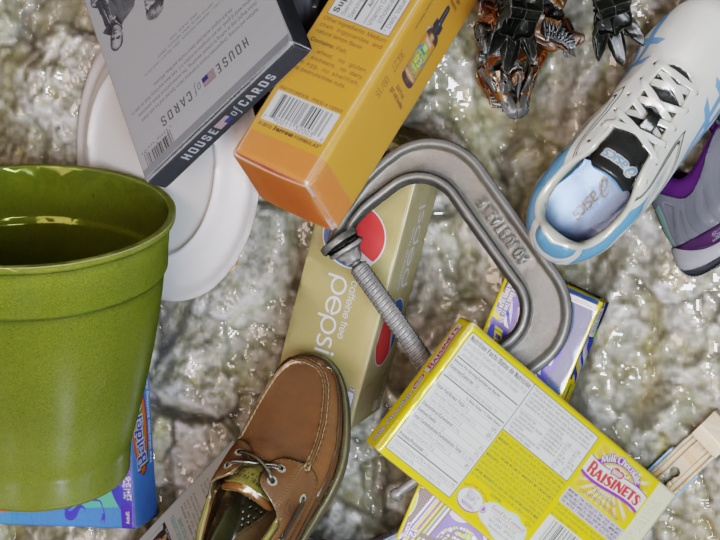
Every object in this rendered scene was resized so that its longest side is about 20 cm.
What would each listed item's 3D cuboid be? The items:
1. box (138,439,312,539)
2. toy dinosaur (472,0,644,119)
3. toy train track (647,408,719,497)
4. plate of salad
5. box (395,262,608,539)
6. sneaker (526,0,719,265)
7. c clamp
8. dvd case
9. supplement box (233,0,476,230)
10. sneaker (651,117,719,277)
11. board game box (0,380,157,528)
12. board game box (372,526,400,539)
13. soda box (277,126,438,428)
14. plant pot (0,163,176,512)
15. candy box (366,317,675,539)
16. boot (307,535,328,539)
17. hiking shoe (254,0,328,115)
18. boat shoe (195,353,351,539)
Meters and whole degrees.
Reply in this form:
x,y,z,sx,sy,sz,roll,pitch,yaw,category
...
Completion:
x,y,z,sx,sy,sz,roll,pitch,yaw,category
-0.124,0.220,1.737,0.200,0.049,0.082,-47,42,19,box
0.104,-0.188,1.569,0.102,0.136,0.201,-24,125,-6,toy dinosaur
0.177,0.171,1.657,0.115,0.033,0.200,46,108,6,toy train track
-0.128,-0.080,1.695,0.199,0.048,0.202,8,101,46,plate of salad
0.096,0.099,1.635,0.070,0.064,0.201,23,93,9,box
0.178,-0.086,1.553,0.072,0.072,0.201,35,94,-4,sneaker
0.044,0.023,1.599,0.170,0.027,0.201,-31,85,9,c clamp
-0.117,-0.177,1.635,0.150,0.025,0.201,-41,54,28,dvd case
0.000,-0.132,1.599,0.069,0.067,0.201,25,74,28,supplement box
0.269,-0.079,1.568,0.199,0.074,0.088,-34,82,21,sneaker
-0.250,0.108,1.783,0.199,0.045,0.153,-1,98,19,board game box
0.026,0.293,1.723,0.199,0.041,0.200,-27,89,20,board game box
0.000,0.000,1.670,0.064,0.068,0.201,19,104,15,soda box
-0.223,0.051,1.655,0.199,0.200,0.194,8,112,17,plant pot
0.106,0.129,1.584,0.200,0.026,0.102,40,83,-24,candy box
0.005,0.261,1.666,0.173,0.069,0.201,10,118,27,boot
-0.065,-0.180,1.657,0.100,0.076,0.202,1,102,17,hiking shoe
-0.061,0.146,1.608,0.072,0.068,0.201,12,78,23,boat shoe
